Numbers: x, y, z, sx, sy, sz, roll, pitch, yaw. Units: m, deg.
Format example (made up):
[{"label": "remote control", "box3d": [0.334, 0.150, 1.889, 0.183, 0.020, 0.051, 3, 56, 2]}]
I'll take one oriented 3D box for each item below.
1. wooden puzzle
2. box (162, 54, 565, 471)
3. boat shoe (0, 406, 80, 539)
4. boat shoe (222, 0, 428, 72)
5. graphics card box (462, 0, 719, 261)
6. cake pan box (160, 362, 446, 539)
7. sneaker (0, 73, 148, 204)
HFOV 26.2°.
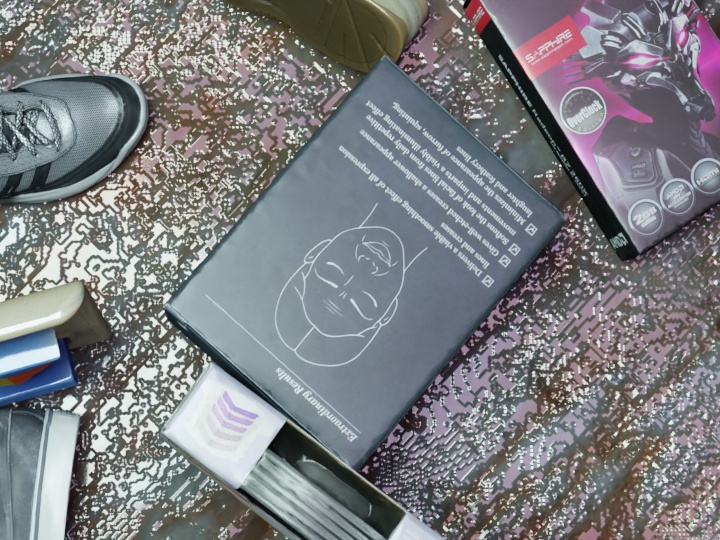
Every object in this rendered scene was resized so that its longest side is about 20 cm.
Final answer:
[{"label": "wooden puzzle", "box3d": [-0.232, 0.059, 0.866, 0.183, 0.200, 0.047, -16, 86, -7]}, {"label": "box", "box3d": [0.000, 0.000, 0.942, 0.148, 0.107, 0.200, 42, 81, -1]}, {"label": "boat shoe", "box3d": [-0.209, 0.176, 0.898, 0.067, 0.072, 0.202, 8, 70, -11]}, {"label": "boat shoe", "box3d": [-0.048, -0.203, 0.985, 0.199, 0.072, 0.065, 32, 46, 3]}, {"label": "graphics card box", "box3d": [0.171, -0.122, 1.000, 0.125, 0.051, 0.201, -31, 89, -8]}, {"label": "cake pan box", "box3d": [-0.030, 0.129, 0.880, 0.184, 0.200, 0.053, 36, 79, -3]}, {"label": "sneaker", "box3d": [-0.224, -0.077, 0.924, 0.198, 0.114, 0.076, -17, 86, -7]}]
